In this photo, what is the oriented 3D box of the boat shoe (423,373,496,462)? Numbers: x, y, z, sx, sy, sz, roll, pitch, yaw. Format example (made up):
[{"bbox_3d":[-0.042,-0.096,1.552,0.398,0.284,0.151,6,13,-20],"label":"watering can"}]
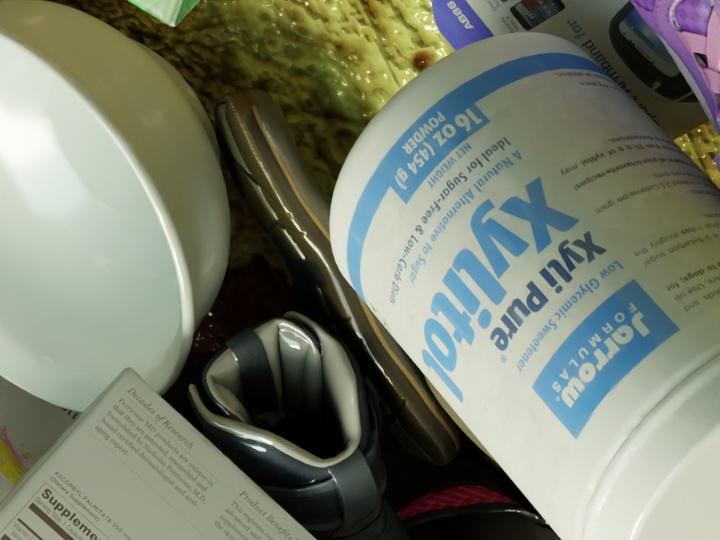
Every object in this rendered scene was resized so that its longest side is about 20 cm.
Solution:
[{"bbox_3d":[0.122,0.070,1.249,0.200,0.072,0.068,33,136,-10],"label":"boat shoe"}]

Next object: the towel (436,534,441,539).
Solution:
[{"bbox_3d":[0.052,0.188,1.415,0.200,0.022,0.145,-21,109,39],"label":"towel"}]

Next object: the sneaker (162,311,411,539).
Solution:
[{"bbox_3d":[-0.055,0.063,1.301,0.202,0.077,0.146,32,154,40],"label":"sneaker"}]

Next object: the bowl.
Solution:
[{"bbox_3d":[-0.126,-0.043,1.285,0.201,0.090,0.202,26,136,28],"label":"bowl"}]

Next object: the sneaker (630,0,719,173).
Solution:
[{"bbox_3d":[0.152,-0.067,1.052,0.200,0.089,0.080,48,136,-12],"label":"sneaker"}]

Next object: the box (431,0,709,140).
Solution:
[{"bbox_3d":[0.119,-0.119,1.122,0.200,0.042,0.119,-28,107,45],"label":"box"}]

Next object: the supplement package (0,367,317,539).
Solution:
[{"bbox_3d":[-0.078,0.163,1.253,0.200,0.111,0.156,43,156,-2],"label":"supplement package"}]

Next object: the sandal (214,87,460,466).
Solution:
[{"bbox_3d":[0.000,0.000,1.277,0.201,0.054,0.082,62,164,-16],"label":"sandal"}]

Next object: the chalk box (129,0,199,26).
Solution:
[{"bbox_3d":[-0.067,-0.221,1.098,0.124,0.125,0.200,32,136,7],"label":"chalk box"}]

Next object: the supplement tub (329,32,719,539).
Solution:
[{"bbox_3d":[0.090,0.017,1.076,0.200,0.132,0.132,49,144,35],"label":"supplement tub"}]

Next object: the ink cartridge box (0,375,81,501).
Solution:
[{"bbox_3d":[-0.203,0.093,1.373,0.116,0.200,0.068,40,135,-2],"label":"ink cartridge box"}]

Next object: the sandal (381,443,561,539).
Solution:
[{"bbox_3d":[0.056,0.128,1.321,0.199,0.045,0.075,12,111,39],"label":"sandal"}]
